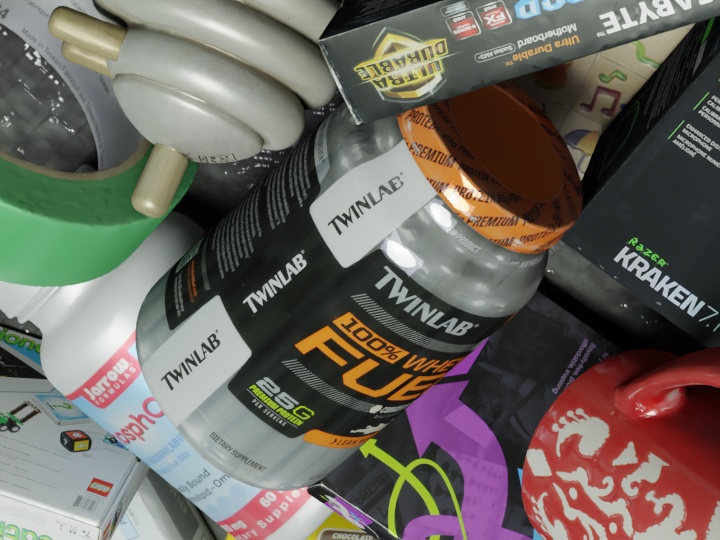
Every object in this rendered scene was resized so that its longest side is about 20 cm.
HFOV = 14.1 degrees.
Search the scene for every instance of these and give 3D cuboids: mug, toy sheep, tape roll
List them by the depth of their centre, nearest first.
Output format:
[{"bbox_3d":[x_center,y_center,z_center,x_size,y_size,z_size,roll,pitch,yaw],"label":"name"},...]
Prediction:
[{"bbox_3d":[0.176,0.107,1.291,0.133,0.200,0.179,2,114,-34],"label":"mug"},{"bbox_3d":[-0.062,-0.119,1.308,0.137,0.138,0.201,22,87,4],"label":"toy sheep"},{"bbox_3d":[-0.167,-0.087,1.334,0.200,0.201,0.048,39,125,-9],"label":"tape roll"}]

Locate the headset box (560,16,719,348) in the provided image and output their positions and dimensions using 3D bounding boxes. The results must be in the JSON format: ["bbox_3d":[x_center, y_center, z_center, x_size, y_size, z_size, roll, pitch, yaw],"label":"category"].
[{"bbox_3d":[0.219,-0.052,1.286,0.174,0.093,0.200,35,126,-7],"label":"headset box"}]

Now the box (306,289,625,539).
[{"bbox_3d":[0.094,0.102,1.416,0.199,0.143,0.036,34,166,-7],"label":"box"}]

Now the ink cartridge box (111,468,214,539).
[{"bbox_3d":[-0.167,0.183,1.608,0.199,0.047,0.161,-17,116,25],"label":"ink cartridge box"}]

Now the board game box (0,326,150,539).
[{"bbox_3d":[-0.206,0.076,1.501,0.199,0.126,0.035,18,126,7],"label":"board game box"}]

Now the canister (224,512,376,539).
[{"bbox_3d":[0.037,0.188,1.520,0.199,0.087,0.149,2,124,19],"label":"canister"}]

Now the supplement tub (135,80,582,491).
[{"bbox_3d":[0.000,0.000,1.315,0.122,0.123,0.200,41,123,-10],"label":"supplement tub"}]

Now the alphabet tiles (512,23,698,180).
[{"bbox_3d":[0.164,-0.060,1.361,0.199,0.008,0.168,27,127,1],"label":"alphabet tiles"}]

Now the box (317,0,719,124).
[{"bbox_3d":[0.095,-0.141,1.235,0.199,0.159,0.046,-16,115,26],"label":"box"}]

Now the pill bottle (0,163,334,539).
[{"bbox_3d":[-0.087,0.043,1.450,0.200,0.109,0.109,40,126,-9],"label":"pill bottle"}]
